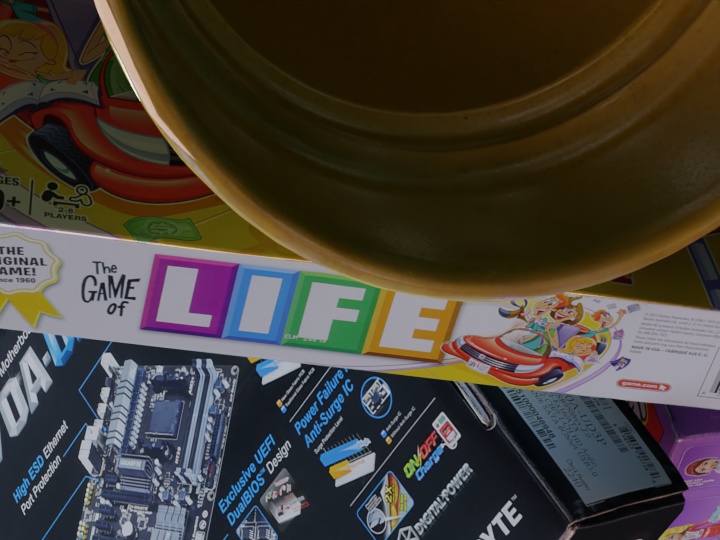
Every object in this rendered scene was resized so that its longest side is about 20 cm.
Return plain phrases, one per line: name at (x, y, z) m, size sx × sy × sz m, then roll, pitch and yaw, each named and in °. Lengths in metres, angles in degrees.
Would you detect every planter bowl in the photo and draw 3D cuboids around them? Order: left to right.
planter bowl at (0.019, -0.101, 0.570) m, size 0.200 × 0.201 × 0.083 m, roll 38°, pitch 175°, yaw -32°

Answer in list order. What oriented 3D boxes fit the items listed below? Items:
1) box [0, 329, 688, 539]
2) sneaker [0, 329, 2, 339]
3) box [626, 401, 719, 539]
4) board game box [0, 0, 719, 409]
box at (-0.031, 0.062, 0.704) m, size 0.046 × 0.159 × 0.200 m, roll -8°, pitch 142°, yaw -47°
sneaker at (-0.140, 0.013, 0.819) m, size 0.112 × 0.071 × 0.200 m, roll 17°, pitch 151°, yaw 5°
box at (0.057, 0.046, 0.773) m, size 0.039 × 0.137 × 0.200 m, roll -6°, pitch 143°, yaw -16°
board game box at (-0.002, -0.041, 0.625) m, size 0.199 × 0.135 × 0.034 m, roll 6°, pitch 139°, yaw -9°
